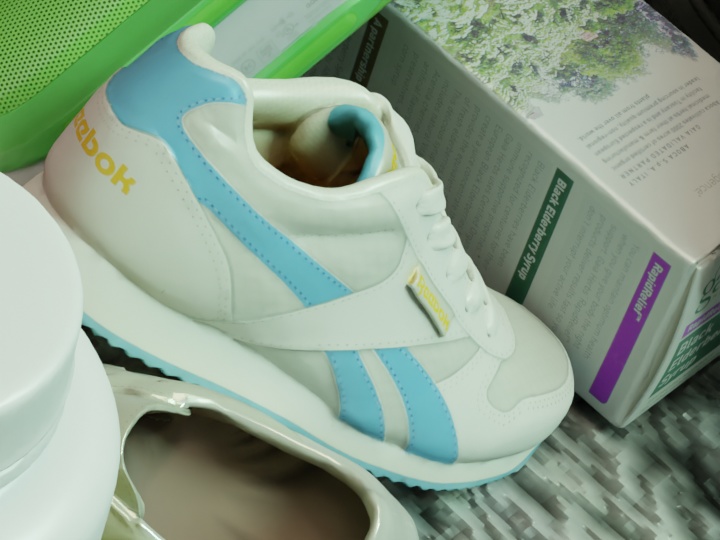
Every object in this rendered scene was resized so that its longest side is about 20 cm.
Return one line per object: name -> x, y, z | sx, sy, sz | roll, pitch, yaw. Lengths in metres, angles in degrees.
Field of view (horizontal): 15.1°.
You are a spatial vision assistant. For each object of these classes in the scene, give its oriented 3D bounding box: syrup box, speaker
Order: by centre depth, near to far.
speaker -> -0.059, -0.073, 0.781 | 0.200, 0.089, 0.089 | -40, 66, -4
syrup box -> 0.046, -0.052, 0.857 | 0.200, 0.082, 0.079 | 43, 50, 19

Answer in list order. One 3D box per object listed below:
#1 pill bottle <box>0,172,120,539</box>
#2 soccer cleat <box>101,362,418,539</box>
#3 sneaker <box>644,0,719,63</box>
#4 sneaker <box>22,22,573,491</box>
pill bottle -> -0.116, 0.066, 0.619 | 0.108, 0.201, 0.110 | 9, 47, -10
soccer cleat -> -0.080, 0.049, 0.712 | 0.199, 0.078, 0.070 | 14, 71, 4
sneaker -> 0.163, -0.087, 0.904 | 0.060, 0.104, 0.200 | 3, 42, -48
sneaker -> 0.000, 0.000, 0.756 | 0.199, 0.081, 0.077 | 24, 24, -43
